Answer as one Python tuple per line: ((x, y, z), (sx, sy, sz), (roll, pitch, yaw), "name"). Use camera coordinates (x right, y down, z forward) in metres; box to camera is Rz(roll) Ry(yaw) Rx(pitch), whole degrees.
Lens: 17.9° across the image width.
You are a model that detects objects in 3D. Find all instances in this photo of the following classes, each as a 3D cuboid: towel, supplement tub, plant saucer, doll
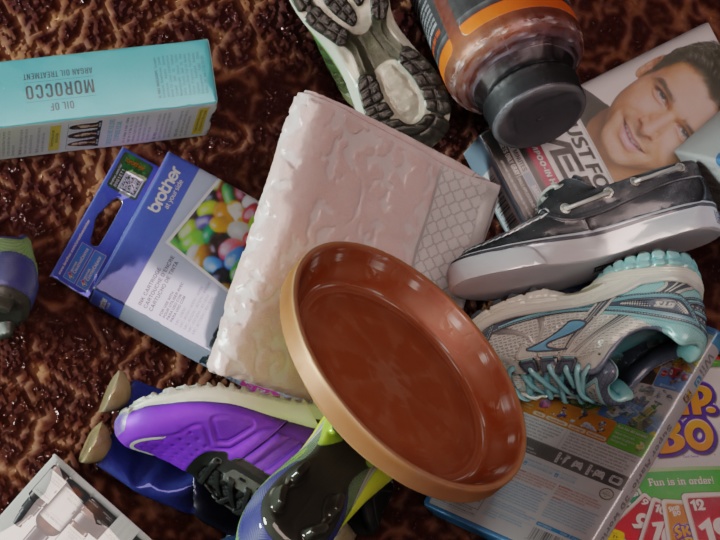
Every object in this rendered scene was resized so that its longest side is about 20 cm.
((0.000, 0.000, 1.583), (0.190, 0.032, 0.201), (21, 84, -36), "towel")
((0.094, -0.186, 1.629), (0.106, 0.107, 0.201), (-13, 59, -12), "supplement tub")
((0.025, 0.069, 1.502), (0.200, 0.200, 0.032), (47, 119, 2), "plant saucer")
((-0.094, 0.148, 1.585), (0.199, 0.048, 0.137), (24, 66, -10), "doll")

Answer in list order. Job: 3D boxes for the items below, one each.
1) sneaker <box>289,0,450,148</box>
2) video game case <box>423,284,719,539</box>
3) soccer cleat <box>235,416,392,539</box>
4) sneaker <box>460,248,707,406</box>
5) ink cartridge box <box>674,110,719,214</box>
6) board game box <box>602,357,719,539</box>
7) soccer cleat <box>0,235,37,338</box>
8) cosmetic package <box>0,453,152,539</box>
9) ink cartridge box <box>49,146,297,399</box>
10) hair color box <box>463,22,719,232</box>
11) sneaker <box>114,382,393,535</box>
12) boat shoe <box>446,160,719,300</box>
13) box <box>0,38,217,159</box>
((-0.010, -0.172, 1.645), (0.077, 0.089, 0.201), (-26, 95, -13), "sneaker")
((0.150, 0.108, 1.604), (0.143, 0.018, 0.201), (20, 70, 42), "video game case")
((-0.022, 0.137, 1.485), (0.065, 0.084, 0.200), (45, 38, 3), "soccer cleat")
((0.147, 0.057, 1.579), (0.199, 0.078, 0.087), (-25, 50, 15), "sneaker")
((0.332, -0.026, 1.613), (0.084, 0.145, 0.200), (-40, 108, -10), "ink cartridge box")
((0.217, 0.129, 1.617), (0.095, 0.030, 0.201), (12, 50, -8), "board game box")
((-0.322, -0.002, 1.574), (0.199, 0.065, 0.084), (6, 51, -5), "soccer cleat")
((-0.162, 0.223, 1.557), (0.200, 0.051, 0.083), (41, 77, 0), "cosmetic package")
((-0.106, 0.000, 1.616), (0.199, 0.042, 0.120), (28, 69, -1), "ink cartridge box")
((0.188, -0.092, 1.679), (0.199, 0.061, 0.099), (-27, 84, -14), "hair color box")
((-0.068, 0.137, 1.531), (0.199, 0.070, 0.100), (9, 68, -17), "sneaker")
((0.151, -0.032, 1.594), (0.199, 0.072, 0.068), (-15, 72, -5), "boat shoe")
((-0.204, -0.118, 1.606), (0.199, 0.082, 0.050), (-7, 78, -11), "box")
